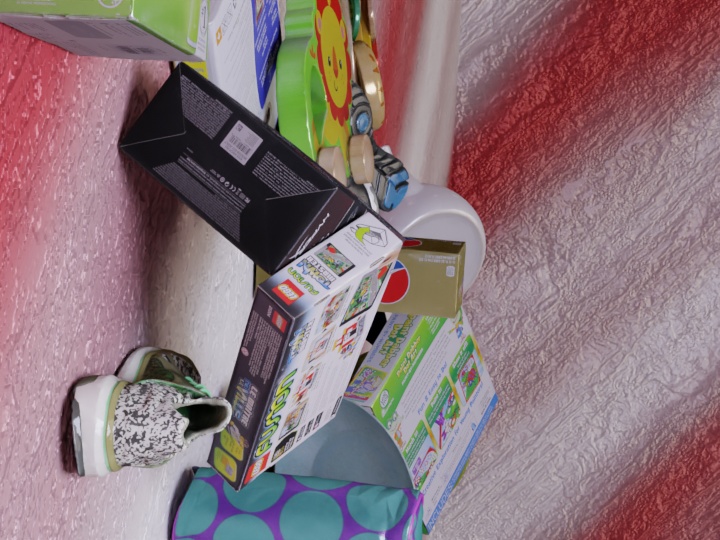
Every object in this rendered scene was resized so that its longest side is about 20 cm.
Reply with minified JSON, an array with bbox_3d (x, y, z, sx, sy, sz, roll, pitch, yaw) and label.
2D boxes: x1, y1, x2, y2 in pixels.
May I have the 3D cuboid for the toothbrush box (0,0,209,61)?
[{"bbox_3d":[-0.135,-0.226,0.779,0.146,0.085,0.203,7,85,-81],"label":"toothbrush box"}]

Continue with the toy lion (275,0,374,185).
[{"bbox_3d":[-0.039,-0.165,1.267,0.200,0.068,0.194,-43,128,-74],"label":"toy lion"}]

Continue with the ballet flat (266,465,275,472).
[{"bbox_3d":[-0.097,0.200,1.274,0.067,0.046,0.203,-11,111,-43],"label":"ballet flat"}]

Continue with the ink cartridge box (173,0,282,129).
[{"bbox_3d":[-0.102,-0.175,1.150,0.199,0.046,0.201,-79,171,-45],"label":"ink cartridge box"}]

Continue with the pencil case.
[{"bbox_3d":[-0.048,0.209,1.150,0.093,0.197,0.086,83,14,-61],"label":"pencil case"}]

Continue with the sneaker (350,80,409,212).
[{"bbox_3d":[-0.021,-0.137,1.532,0.074,0.081,0.201,-55,140,-22],"label":"sneaker"}]

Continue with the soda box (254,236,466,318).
[{"bbox_3d":[0.000,0.000,1.370,0.068,0.197,0.065,-49,142,-75],"label":"soda box"}]

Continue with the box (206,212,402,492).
[{"bbox_3d":[-0.041,0.060,0.980,0.110,0.035,0.201,-34,156,-38],"label":"box"}]

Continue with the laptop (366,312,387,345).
[{"bbox_3d":[-0.011,-0.028,1.559,0.188,0.114,0.202,76,20,-65],"label":"laptop"}]

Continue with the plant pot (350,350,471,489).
[{"bbox_3d":[0.006,0.188,1.608,0.193,0.198,0.203,8,86,-69],"label":"plant pot"}]

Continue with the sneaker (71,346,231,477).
[{"bbox_3d":[-0.126,0.100,0.959,0.200,0.087,0.078,-40,133,-78],"label":"sneaker"}]

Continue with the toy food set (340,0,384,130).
[{"bbox_3d":[-0.003,-0.247,1.619,0.200,0.048,0.201,72,12,-84],"label":"toy food set"}]

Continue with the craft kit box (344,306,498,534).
[{"bbox_3d":[0.067,0.139,1.508,0.201,0.048,0.199,-57,140,-38],"label":"craft kit box"}]

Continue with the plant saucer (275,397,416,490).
[{"bbox_3d":[-0.011,0.207,1.266,0.038,0.200,0.204,-8,105,-47],"label":"plant saucer"}]

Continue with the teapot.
[{"bbox_3d":[0.072,-0.041,1.998,0.201,0.196,0.146,-59,-142,13],"label":"teapot"}]

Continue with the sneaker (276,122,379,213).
[{"bbox_3d":[-0.047,-0.099,1.400,0.087,0.075,0.202,-32,108,-54],"label":"sneaker"}]

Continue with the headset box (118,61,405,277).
[{"bbox_3d":[-0.060,-0.052,1.012,0.075,0.148,0.200,-52,162,3],"label":"headset box"}]
